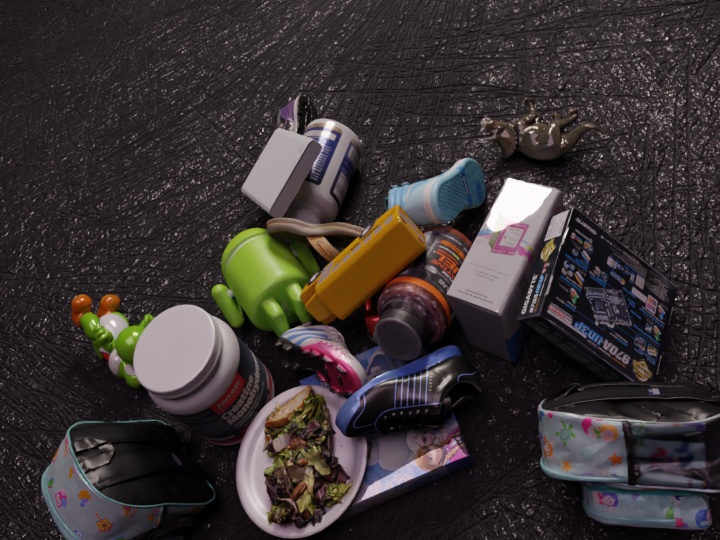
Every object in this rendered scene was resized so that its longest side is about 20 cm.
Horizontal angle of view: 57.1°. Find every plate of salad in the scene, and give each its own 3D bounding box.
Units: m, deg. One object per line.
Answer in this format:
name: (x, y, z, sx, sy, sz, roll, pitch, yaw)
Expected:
plate of salad: (-0.085, 0.247, 0.882, 0.195, 0.048, 0.205, -11, 56, 17)

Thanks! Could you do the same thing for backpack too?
backpack: (0.299, 0.197, 0.744, 0.195, 0.177, 0.155, 1, 90, 21)
backpack: (-0.325, 0.295, 0.894, 0.154, 0.199, 0.176, -49, 57, 5)

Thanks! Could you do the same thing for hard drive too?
hard drive: (-0.136, -0.166, 1.100, 0.134, 0.026, 0.200, -59, 27, 2)

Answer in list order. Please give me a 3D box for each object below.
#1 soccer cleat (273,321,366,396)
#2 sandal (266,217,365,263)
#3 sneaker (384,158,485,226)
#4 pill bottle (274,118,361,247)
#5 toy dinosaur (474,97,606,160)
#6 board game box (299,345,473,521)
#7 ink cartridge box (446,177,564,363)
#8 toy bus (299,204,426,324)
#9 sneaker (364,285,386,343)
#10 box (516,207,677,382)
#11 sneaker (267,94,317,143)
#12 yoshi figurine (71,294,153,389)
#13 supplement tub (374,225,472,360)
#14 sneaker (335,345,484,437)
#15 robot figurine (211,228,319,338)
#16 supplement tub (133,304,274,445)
soccer cleat: (-0.045, 0.112, 0.936, 0.086, 0.071, 0.198, -33, 28, -30)
sandal: (-0.054, -0.038, 1.006, 0.194, 0.080, 0.056, 8, 76, 13)
sneaker: (0.111, -0.118, 1.040, 0.128, 0.082, 0.199, -10, 10, 36)
pill bottle: (-0.077, -0.147, 1.133, 0.108, 0.112, 0.204, 9, 62, 24)
toy dinosaur: (0.296, -0.217, 1.079, 0.196, 0.077, 0.104, 20, 79, 23)
board game box: (0.030, 0.207, 0.917, 0.195, 0.044, 0.203, -25, 54, 5)
ink cartridge box: (0.211, -0.001, 0.918, 0.083, 0.145, 0.202, 20, 67, 32)
toy bus: (0.000, 0.000, 0.925, 0.199, 0.065, 0.079, -41, 15, 18)
sneaker: (0.049, 0.009, 1.007, 0.075, 0.085, 0.205, 1, 60, 19)
box: (0.307, 0.042, 0.843, 0.046, 0.197, 0.162, -27, 34, 62)
sneaker: (-0.135, -0.227, 1.241, 0.086, 0.075, 0.205, -16, 53, 34)
yoshi figurine: (-0.397, 0.103, 1.099, 0.112, 0.113, 0.199, -40, 58, -16)
supplement tub: (0.090, 0.033, 0.928, 0.104, 0.109, 0.201, 10, 41, 24)
sneaker: (0.066, 0.171, 0.850, 0.196, 0.071, 0.078, -27, 48, -11)
robot figurine: (-0.149, 0.014, 1.056, 0.173, 0.117, 0.201, -34, 54, -11)
supplement tub: (-0.217, 0.152, 0.942, 0.136, 0.201, 0.144, -9, 57, 14)
